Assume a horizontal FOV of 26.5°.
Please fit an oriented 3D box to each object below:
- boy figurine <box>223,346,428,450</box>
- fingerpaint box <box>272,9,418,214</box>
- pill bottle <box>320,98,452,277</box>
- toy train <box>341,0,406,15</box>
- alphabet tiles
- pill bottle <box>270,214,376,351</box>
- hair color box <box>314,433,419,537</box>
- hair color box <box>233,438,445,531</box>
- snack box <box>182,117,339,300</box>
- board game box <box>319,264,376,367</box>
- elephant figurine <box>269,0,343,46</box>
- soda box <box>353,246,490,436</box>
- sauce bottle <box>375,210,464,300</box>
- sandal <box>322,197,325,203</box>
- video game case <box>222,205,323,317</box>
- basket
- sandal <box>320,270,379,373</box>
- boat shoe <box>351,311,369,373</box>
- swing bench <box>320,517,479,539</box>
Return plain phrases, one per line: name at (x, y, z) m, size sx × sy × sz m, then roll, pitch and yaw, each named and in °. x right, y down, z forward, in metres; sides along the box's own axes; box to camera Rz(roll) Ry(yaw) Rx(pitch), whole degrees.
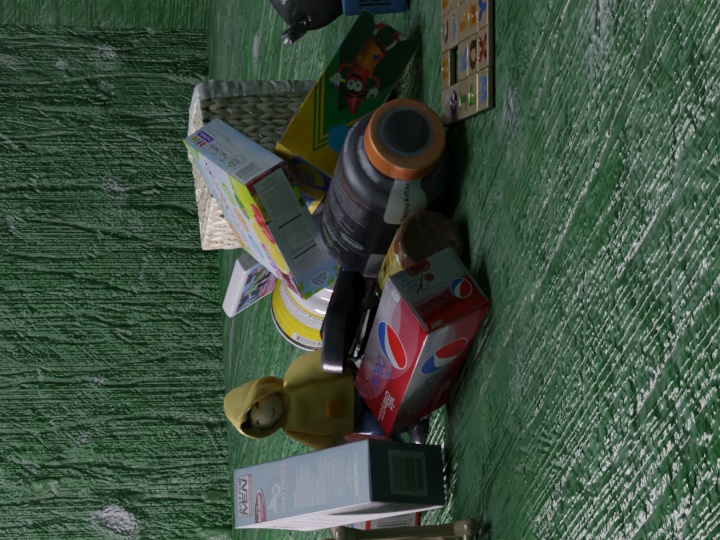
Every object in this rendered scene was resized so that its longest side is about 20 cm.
boy figurine at (-0.033, 0.126, 1.495) m, size 0.065 × 0.197 × 0.126 m, roll -107°, pitch 22°, yaw -59°
fingerpaint box at (-0.028, -0.158, 1.597) m, size 0.168 × 0.073 × 0.200 m, roll -59°, pitch 3°, yaw -13°
pill bottle at (0.025, -0.080, 1.421) m, size 0.200 × 0.105 × 0.107 m, roll 111°, pitch 157°, yaw -64°
toy train at (0.007, -0.364, 1.597) m, size 0.115 × 0.086 × 0.202 m, roll 94°, pitch 171°, yaw -53°
alphabet tiles at (0.091, -0.233, 1.333) m, size 0.167 × 0.007 × 0.203 m, roll 177°, pitch 92°, yaw -80°
pill bottle at (-0.038, 0.012, 1.755) m, size 0.200 × 0.113 × 0.116 m, roll 118°, pitch 151°, yaw -68°
hair color box at (0.003, 0.233, 1.620) m, size 0.200 × 0.063 × 0.112 m, roll -130°, pitch 40°, yaw -67°
hair color box at (-0.023, 0.207, 1.465) m, size 0.199 × 0.098 × 0.061 m, roll -20°, pitch 67°, yaw 44°
snack box at (-0.103, -0.066, 1.573) m, size 0.200 × 0.053 × 0.143 m, roll 37°, pitch 156°, yaw 60°
board game box at (0.000, 0.000, 1.553) m, size 0.103 × 0.019 × 0.202 m, roll 80°, pitch -156°, yaw -62°
elephant figurine at (-0.039, -0.389, 1.767) m, size 0.156 × 0.141 × 0.201 m, roll 53°, pitch 135°, yaw 24°
soda box at (0.050, 0.066, 1.342) m, size 0.064 × 0.070 × 0.201 m, roll 54°, pitch 156°, yaw 22°
sauce bottle at (0.046, 0.010, 1.420) m, size 0.200 × 0.065 × 0.067 m, roll 115°, pitch 153°, yaw -65°
sandal at (-0.047, -0.126, 1.788) m, size 0.200 × 0.053 × 0.081 m, roll -48°, pitch -49°, yaw -71°
video game case at (-0.081, -0.023, 1.859) m, size 0.023 × 0.181 × 0.200 m, roll 55°, pitch 162°, yaw 8°
basket at (-0.122, -0.136, 1.994) m, size 0.198 × 0.197 × 0.163 m, roll 115°, pitch 151°, yaw -67°
sandal at (-0.006, 0.052, 1.391) m, size 0.200 × 0.042 × 0.077 m, roll -74°, pitch -12°, yaw -75°
boat shoe at (0.004, 0.095, 1.658) m, size 0.202 × 0.064 × 0.075 m, roll 110°, pitch 158°, yaw -63°
swing bench at (0.035, 0.326, 1.331) m, size 0.200 × 0.128 × 0.202 m, roll 110°, pitch 158°, yaw -76°
